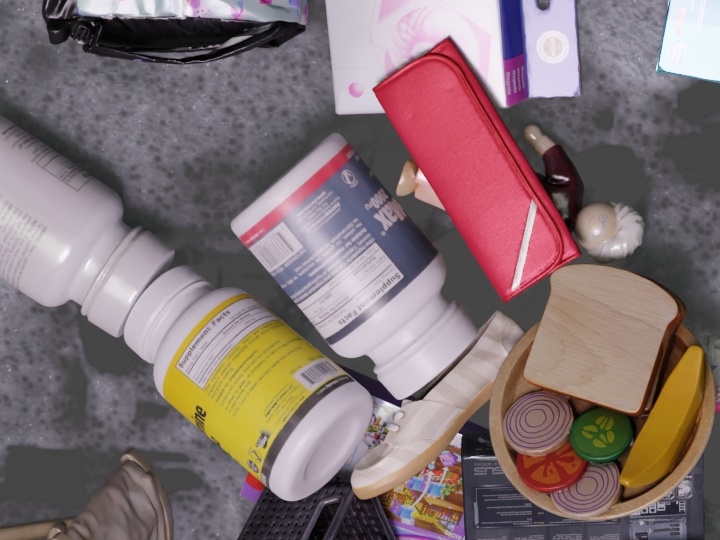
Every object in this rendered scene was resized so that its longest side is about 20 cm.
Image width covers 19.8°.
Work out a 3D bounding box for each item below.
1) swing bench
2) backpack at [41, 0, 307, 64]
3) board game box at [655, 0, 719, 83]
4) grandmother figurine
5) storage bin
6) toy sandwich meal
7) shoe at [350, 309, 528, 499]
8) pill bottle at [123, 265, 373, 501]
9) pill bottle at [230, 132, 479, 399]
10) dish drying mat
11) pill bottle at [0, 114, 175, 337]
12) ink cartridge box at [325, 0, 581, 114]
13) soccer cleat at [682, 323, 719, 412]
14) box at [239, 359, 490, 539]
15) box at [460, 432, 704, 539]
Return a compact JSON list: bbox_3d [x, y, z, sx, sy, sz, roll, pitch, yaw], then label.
[{"bbox_3d":[-0.265,0.279,1.774,0.199,0.199,0.130,-28,98,20],"label":"swing bench"},{"bbox_3d":[-0.139,-0.231,1.623,0.198,0.167,0.128,0,101,7],"label":"backpack"},{"bbox_3d":[0.337,-0.210,1.569,0.199,0.047,0.152,12,108,10],"label":"board game box"},{"bbox_3d":[0.131,-0.054,1.656,0.199,0.061,0.122,19,104,8],"label":"grandmother figurine"},{"bbox_3d":[-0.025,0.286,1.719,0.093,0.136,0.201,-4,126,27],"label":"storage bin"},{"bbox_3d":[0.186,0.093,1.606,0.204,0.070,0.207,-9,64,19],"label":"toy sandwich meal"},{"bbox_3d":[0.062,0.110,1.684,0.200,0.070,0.053,-40,98,-16],"label":"shoe"},{"bbox_3d":[-0.096,0.087,1.688,0.200,0.112,0.113,38,112,21],"label":"pill bottle"},{"bbox_3d":[0.000,0.000,1.672,0.119,0.120,0.200,-38,95,20],"label":"pill bottle"},{"bbox_3d":[0.091,-0.079,1.620,0.077,0.018,0.201,-32,88,15],"label":"dish drying mat"},{"bbox_3d":[-0.261,-0.035,1.726,0.199,0.114,0.115,34,111,2],"label":"pill bottle"},{"bbox_3d":[0.069,-0.226,1.632,0.199,0.043,0.198,-2,105,15],"label":"ink cartridge box"},{"bbox_3d":[0.270,0.076,1.657,0.199,0.070,0.087,-8,93,12],"label":"soccer cleat"},{"bbox_3d":[0.011,0.168,1.760,0.199,0.039,0.138,24,109,5],"label":"box"},{"bbox_3d":[0.185,0.210,1.704,0.198,0.051,0.159,-3,110,4],"label":"box"}]
